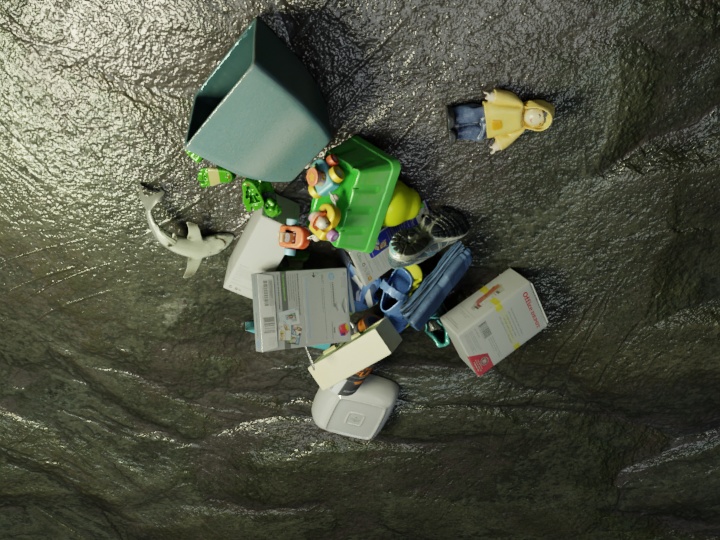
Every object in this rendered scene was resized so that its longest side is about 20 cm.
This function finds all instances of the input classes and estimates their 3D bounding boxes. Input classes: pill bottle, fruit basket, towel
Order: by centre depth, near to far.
[{"bbox_3d":[0.018,-0.143,1.313,0.215,0.155,0.216,-35,145,-29],"label":"fruit basket"},{"bbox_3d":[0.160,0.033,1.423,0.200,0.048,0.112,-52,161,-5],"label":"towel"},{"bbox_3d":[-0.009,0.192,1.573,0.106,0.106,0.200,22,124,-17],"label":"pill bottle"}]

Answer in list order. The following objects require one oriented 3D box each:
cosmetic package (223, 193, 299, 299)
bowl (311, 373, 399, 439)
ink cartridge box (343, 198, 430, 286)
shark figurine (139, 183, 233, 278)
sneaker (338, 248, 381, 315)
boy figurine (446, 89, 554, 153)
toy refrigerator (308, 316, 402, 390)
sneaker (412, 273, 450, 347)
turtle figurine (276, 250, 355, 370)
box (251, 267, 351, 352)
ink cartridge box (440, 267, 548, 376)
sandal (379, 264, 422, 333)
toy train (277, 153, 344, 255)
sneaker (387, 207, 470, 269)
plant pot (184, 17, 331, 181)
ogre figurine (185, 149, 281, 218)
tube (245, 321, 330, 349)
[{"bbox_3d":[-0.204,-0.051,1.386,0.085,0.108,0.200,23,124,-18],"label":"cosmetic package"},{"bbox_3d":[-0.015,0.351,1.713,0.199,0.075,0.200,17,124,-12],"label":"bowl"},{"bbox_3d":[0.065,-0.062,1.398,0.200,0.037,0.095,-34,125,-12],"label":"ink cartridge box"},{"bbox_3d":[-0.384,-0.075,1.387,0.214,0.089,0.128,34,86,-33],"label":"shark figurine"},{"bbox_3d":[0.000,0.000,1.453,0.082,0.074,0.201,-9,124,-12],"label":"sneaker"},{"bbox_3d":[0.260,-0.276,1.255,0.199,0.065,0.125,-3,124,5],"label":"boy figurine"},{"bbox_3d":[-0.015,0.179,1.465,0.200,0.076,0.070,-33,93,29],"label":"toy refrigerator"},{"bbox_3d":[0.159,0.092,1.510,0.077,0.091,0.200,-24,123,17],"label":"sneaker"},{"bbox_3d":[-0.107,0.068,1.456,0.144,0.200,0.195,-26,124,-21],"label":"turtle figurine"},{"bbox_3d":[-0.118,0.077,1.368,0.199,0.041,0.157,-4,90,-29],"label":"box"},{"bbox_3d":[0.297,0.113,1.493,0.200,0.083,0.145,-35,124,-5],"label":"ink cartridge box"},{"bbox_3d":[0.073,0.065,1.460,0.079,0.087,0.201,34,140,29],"label":"sandal"},{"bbox_3d":[-0.102,-0.120,1.229,0.150,0.056,0.201,14,99,37],"label":"toy train"},{"bbox_3d":[0.134,-0.063,1.383,0.199,0.078,0.086,-22,156,-25],"label":"sneaker"},{"bbox_3d":[-0.161,-0.272,1.176,0.200,0.197,0.196,32,120,-30],"label":"plant pot"},{"bbox_3d":[-0.229,-0.190,1.273,0.199,0.120,0.098,19,128,-14],"label":"ogre figurine"},{"bbox_3d":[-0.167,0.143,1.561,0.199,0.077,0.051,11,92,-12],"label":"tube"}]
